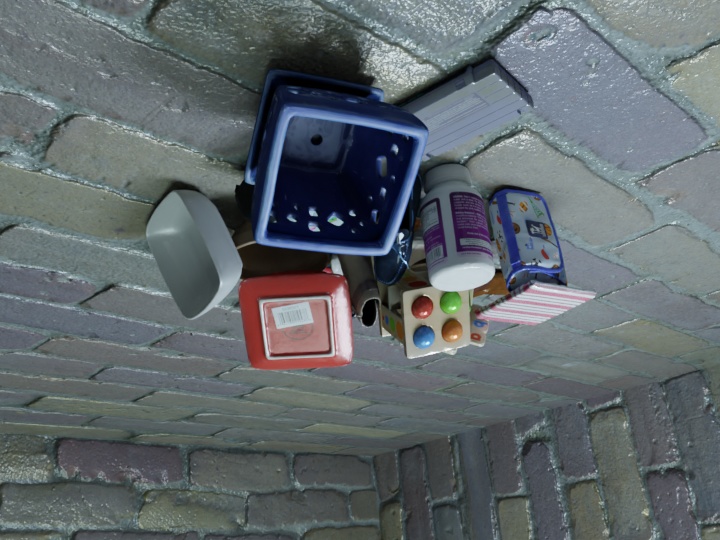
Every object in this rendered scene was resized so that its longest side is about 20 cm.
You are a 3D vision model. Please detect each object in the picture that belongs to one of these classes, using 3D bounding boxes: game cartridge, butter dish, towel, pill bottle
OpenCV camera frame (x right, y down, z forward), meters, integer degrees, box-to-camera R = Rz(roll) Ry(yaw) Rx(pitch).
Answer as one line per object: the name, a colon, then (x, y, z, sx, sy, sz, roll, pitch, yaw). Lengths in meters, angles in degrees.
game cartridge: (0.139, -0.235, 1.100, 0.200, 0.039, 0.129, -22, 148, 33)
butter dish: (-0.116, 0.072, 1.393, 0.199, 0.148, 0.200, -3, 118, 1)
towel: (0.330, 0.060, 1.418, 0.146, 0.030, 0.200, 7, 157, -23)
pill bottle: (0.160, -0.075, 1.260, 0.112, 0.201, 0.112, -4, 157, -2)

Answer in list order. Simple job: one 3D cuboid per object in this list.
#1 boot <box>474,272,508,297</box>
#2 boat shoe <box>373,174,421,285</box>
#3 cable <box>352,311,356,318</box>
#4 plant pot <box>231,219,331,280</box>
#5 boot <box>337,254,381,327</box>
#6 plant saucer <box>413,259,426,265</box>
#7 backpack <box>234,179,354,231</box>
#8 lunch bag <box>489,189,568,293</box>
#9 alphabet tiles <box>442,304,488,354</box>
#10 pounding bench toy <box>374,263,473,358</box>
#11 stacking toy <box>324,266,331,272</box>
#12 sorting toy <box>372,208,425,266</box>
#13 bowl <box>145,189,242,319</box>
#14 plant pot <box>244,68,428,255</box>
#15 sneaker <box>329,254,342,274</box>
boot: (0.286, 0.044, 1.779, 0.199, 0.069, 0.188, -3, 150, -26)
boat shoe: (0.052, -0.073, 1.263, 0.084, 0.201, 0.069, 8, -171, 15)
cable: (-0.049, 0.064, 1.640, 0.163, 0.051, 0.200, -37, -160, -11)
plant pot: (-0.156, -0.055, 1.369, 0.200, 0.093, 0.201, -5, 158, -2)
boot: (0.000, 0.000, 1.328, 0.070, 0.146, 0.200, -15, 139, -6)
plant saucer: (0.106, 0.010, 1.519, 0.199, 0.200, 0.038, -15, 113, 20)
backpack: (-0.082, -0.114, 1.210, 0.200, 0.127, 0.167, 12, 148, -43)
lunch bag: (0.315, -0.047, 1.401, 0.123, 0.171, 0.200, -19, 155, 23)
alphabet tiles: (0.160, 0.091, 1.486, 0.195, 0.200, 0.015, 14, 126, 9)
pounding bench toy: (0.149, 0.064, 1.353, 0.199, 0.125, 0.156, -10, -163, -18)
stacking toy: (-0.104, 0.074, 1.544, 0.110, 0.201, 0.116, -21, 151, 32)
sorting toy: (0.120, -0.062, 1.427, 0.179, 0.107, 0.200, -5, 158, -21)
bowl: (-0.285, -0.030, 1.297, 0.075, 0.200, 0.200, -21, 170, -40)
plant pot: (-0.049, -0.154, 1.000, 0.199, 0.180, 0.201, 4, 123, -23)
sneaker: (-0.032, -0.055, 1.450, 0.084, 0.075, 0.200, -24, 158, -8)
